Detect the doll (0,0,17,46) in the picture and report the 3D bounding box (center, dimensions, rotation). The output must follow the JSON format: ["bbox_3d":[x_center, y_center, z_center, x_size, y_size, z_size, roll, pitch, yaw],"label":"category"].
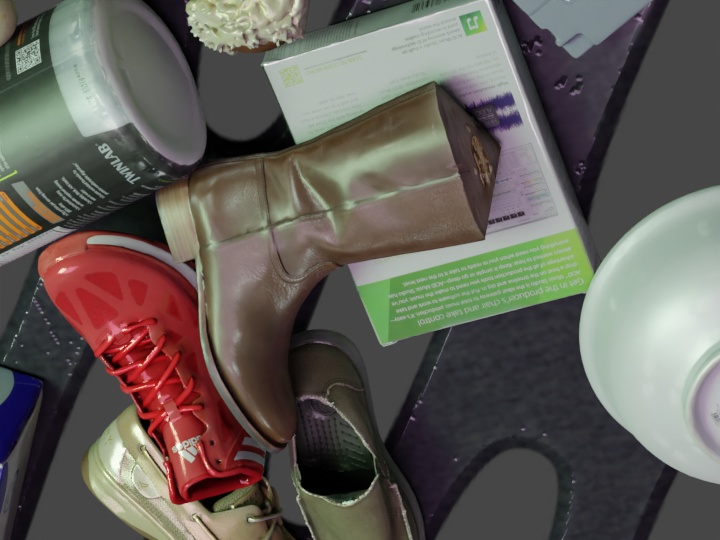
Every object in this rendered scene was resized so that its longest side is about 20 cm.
[{"bbox_3d":[-0.277,-0.192,1.461,0.200,0.136,0.048,40,149,1],"label":"doll"}]

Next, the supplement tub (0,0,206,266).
[{"bbox_3d":[-0.201,-0.074,1.511,0.200,0.123,0.123,-24,112,21],"label":"supplement tub"}]

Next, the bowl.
[{"bbox_3d":[0.232,0.055,1.508,0.201,0.090,0.201,-1,120,-1],"label":"bowl"}]

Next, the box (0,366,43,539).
[{"bbox_3d":[-0.324,0.141,1.662,0.200,0.105,0.184,17,120,1],"label":"box"}]

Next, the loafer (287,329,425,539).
[{"bbox_3d":[-0.013,0.136,1.625,0.075,0.070,0.200,-13,116,16],"label":"loafer"}]

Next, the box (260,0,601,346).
[{"bbox_3d":[0.044,-0.061,1.527,0.144,0.036,0.200,-15,114,17],"label":"box"}]

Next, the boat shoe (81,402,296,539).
[{"bbox_3d":[-0.084,0.163,1.651,0.200,0.071,0.065,37,119,-10],"label":"boat shoe"}]

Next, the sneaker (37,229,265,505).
[{"bbox_3d":[-0.113,0.064,1.541,0.078,0.116,0.200,-31,134,25],"label":"sneaker"}]

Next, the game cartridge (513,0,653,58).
[{"bbox_3d":[0.101,-0.226,1.424,0.133,0.041,0.200,-37,107,29],"label":"game cartridge"}]

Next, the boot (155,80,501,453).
[{"bbox_3d":[0.000,0.000,1.507,0.200,0.064,0.187,-17,106,15],"label":"boot"}]

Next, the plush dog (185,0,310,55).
[{"bbox_3d":[-0.106,-0.216,1.408,0.171,0.200,0.161,8,82,0],"label":"plush dog"}]
